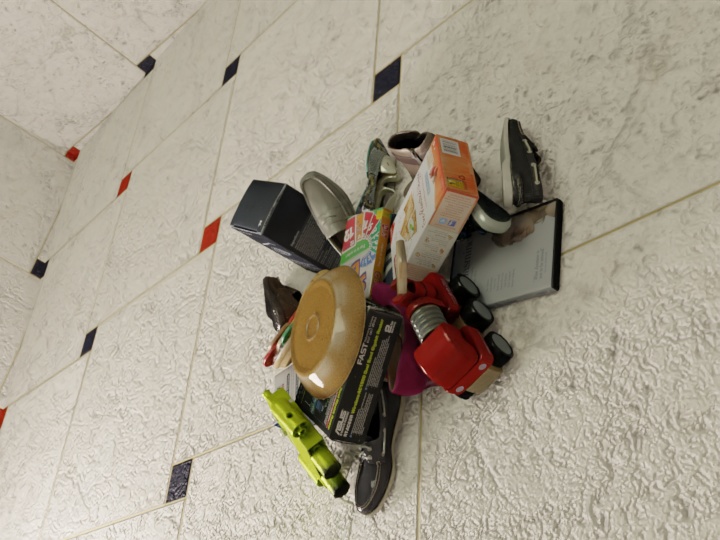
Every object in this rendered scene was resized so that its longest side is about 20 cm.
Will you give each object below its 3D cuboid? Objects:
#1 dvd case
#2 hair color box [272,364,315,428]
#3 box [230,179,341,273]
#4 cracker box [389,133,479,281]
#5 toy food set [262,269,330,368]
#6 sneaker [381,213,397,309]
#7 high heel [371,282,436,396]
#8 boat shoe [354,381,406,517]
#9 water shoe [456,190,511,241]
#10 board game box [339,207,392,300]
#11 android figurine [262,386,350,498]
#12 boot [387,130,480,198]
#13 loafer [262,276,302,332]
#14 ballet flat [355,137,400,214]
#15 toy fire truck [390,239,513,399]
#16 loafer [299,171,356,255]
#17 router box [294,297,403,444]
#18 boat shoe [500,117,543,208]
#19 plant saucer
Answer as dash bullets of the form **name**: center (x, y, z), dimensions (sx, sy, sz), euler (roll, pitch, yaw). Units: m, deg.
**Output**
- **dvd case**: center (0.208, -0.014, 1.155), dimensions (0.199, 0.017, 0.144), euler (-21, 51, 46)
- **hair color box**: center (-0.064, 0.190, 1.337), dimensions (0.199, 0.060, 0.101), euler (-35, 40, 33)
- **box**: center (-0.119, -0.077, 1.481), dimensions (0.148, 0.199, 0.105), euler (17, 78, 56)
- **cracker box**: center (0.105, -0.082, 1.184), dimensions (0.135, 0.057, 0.201), euler (-93, 21, -47)
- **toy food set**: center (-0.101, 0.091, 1.386), dimensions (0.199, 0.048, 0.200), euler (-54, -3, -5)
- **sneaker**: center (0.073, -0.012, 1.298), dimensions (0.084, 0.075, 0.202), euler (-21, 56, 36)
- **high heel**: center (0.044, 0.099, 1.174), dimensions (0.067, 0.095, 0.201), euler (-53, 53, 41)
- **boat shoe**: center (0.015, 0.260, 1.175), dimensions (0.072, 0.062, 0.202), euler (-12, 57, 49)
- **water shoe**: center (0.168, -0.075, 1.188), dimensions (0.079, 0.071, 0.200), euler (-63, 14, 14)
- **board game box**: center (0.000, 0.000, 1.300), dimensions (0.095, 0.030, 0.202), euler (-11, 66, 50)
- **android figurine**: center (-0.090, 0.260, 1.222), dimensions (0.041, 0.183, 0.200), euler (-35, 51, -16)
- **boot**: center (0.099, -0.174, 1.304), dimensions (0.199, 0.146, 0.071), euler (-9, 57, 50)
- **loafer**: center (-0.149, 0.066, 1.555), dimensions (0.200, 0.070, 0.074), euler (-124, 28, -62)
- **ballet flat**: center (0.039, -0.156, 1.462), dimensions (0.072, 0.072, 0.202), euler (-16, 54, 47)
- **toy fire truck**: center (0.098, 0.060, 1.064), dimensions (0.129, 0.199, 0.177), euler (-49, 42, 26)
- **loafer**: center (-0.038, -0.085, 1.383), dimensions (0.070, 0.200, 0.070), euler (-34, 13, 24)
- **router box**: center (-0.021, 0.137, 1.177), dimensions (0.150, 0.062, 0.202), euler (25, 99, 64)
- **boat shoe**: center (0.241, -0.165, 1.184), dimensions (0.060, 0.074, 0.201), euler (0, 38, 9)
- **plant saucer**: center (-0.058, 0.087, 1.164), dimensions (0.200, 0.035, 0.202), euler (-37, 46, 50)
